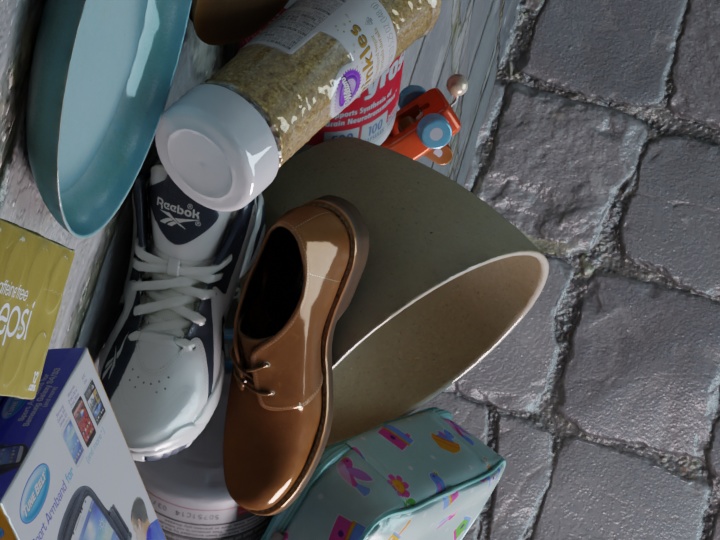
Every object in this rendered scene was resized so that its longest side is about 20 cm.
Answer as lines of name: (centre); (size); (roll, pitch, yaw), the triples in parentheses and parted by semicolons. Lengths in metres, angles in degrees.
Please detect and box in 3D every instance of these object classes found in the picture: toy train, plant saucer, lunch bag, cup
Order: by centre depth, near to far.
plant saucer: (-0.123, -0.115, 1.009); (0.200, 0.027, 0.201); (15, 90, -83)
cup: (0.000, 0.000, 1.322); (0.200, 0.143, 0.200); (-31, 159, -13)
lunch bag: (0.000, 0.180, 1.363); (0.200, 0.077, 0.161); (-15, 142, -56)
toy train: (0.005, -0.098, 1.471); (0.150, 0.056, 0.200); (-37, -152, 1)

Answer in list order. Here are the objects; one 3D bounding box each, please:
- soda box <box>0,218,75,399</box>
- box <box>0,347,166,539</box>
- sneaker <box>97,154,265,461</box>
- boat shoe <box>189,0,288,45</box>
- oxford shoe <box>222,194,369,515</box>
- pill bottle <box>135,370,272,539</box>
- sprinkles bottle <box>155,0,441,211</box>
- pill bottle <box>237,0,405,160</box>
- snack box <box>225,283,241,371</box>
soda box: (-0.167, 0.005, 0.768); (0.200, 0.064, 0.068); (43, 62, -83)
box: (-0.148, 0.135, 1.033); (0.119, 0.041, 0.200); (-68, 149, -50)
sneaker: (-0.108, 0.000, 1.186); (0.130, 0.079, 0.200); (84, 26, -56)
boat shoe: (-0.059, -0.209, 1.122); (0.070, 0.070, 0.200); (-15, 152, -30)
oxford shoe: (-0.055, 0.054, 1.199); (0.071, 0.071, 0.201); (-16, 122, -57)
pill bottle: (-0.109, 0.171, 1.384); (0.200, 0.114, 0.114); (99, 10, -45)
sprinkles bottle: (-0.032, -0.115, 1.167); (0.200, 0.068, 0.068); (-46, 156, -38)
pill bottle: (-0.023, -0.172, 1.325); (0.200, 0.112, 0.112); (97, 11, -49)
snack box: (-0.071, 0.030, 1.471); (0.200, 0.037, 0.116); (-80, 167, -54)
